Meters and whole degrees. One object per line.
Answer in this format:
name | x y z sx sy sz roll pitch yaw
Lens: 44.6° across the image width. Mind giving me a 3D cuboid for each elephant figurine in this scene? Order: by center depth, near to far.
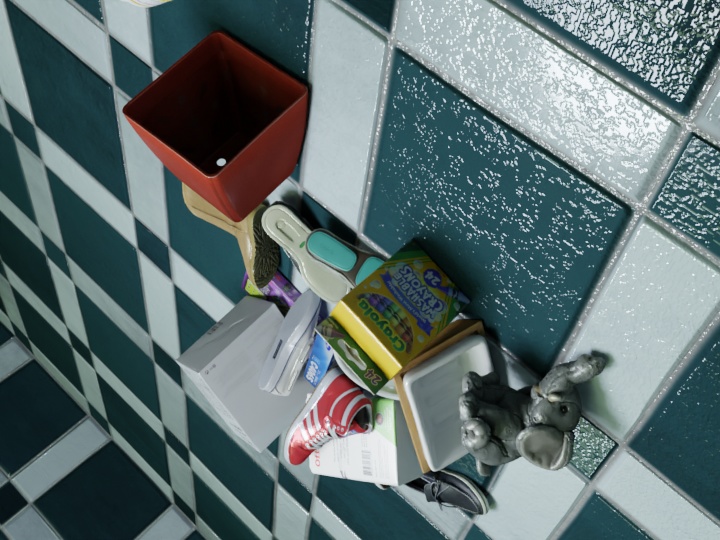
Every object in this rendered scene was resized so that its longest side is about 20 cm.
elephant figurine | 0.240 0.200 1.192 0.196 0.144 0.155 -5 163 18

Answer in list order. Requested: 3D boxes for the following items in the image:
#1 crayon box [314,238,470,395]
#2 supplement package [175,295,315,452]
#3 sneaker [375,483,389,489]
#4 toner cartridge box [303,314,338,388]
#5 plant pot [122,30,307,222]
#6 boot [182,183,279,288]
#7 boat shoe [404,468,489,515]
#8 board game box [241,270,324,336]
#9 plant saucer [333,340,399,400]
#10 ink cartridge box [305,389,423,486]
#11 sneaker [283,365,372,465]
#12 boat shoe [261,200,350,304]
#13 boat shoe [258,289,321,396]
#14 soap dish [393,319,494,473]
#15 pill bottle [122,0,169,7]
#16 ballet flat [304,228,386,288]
crayon box | 0.048 0.061 1.227 0.126 0.199 0.052 46 145 6
supplement package | -0.203 0.191 1.662 0.201 0.191 0.146 56 159 -21
sneaker | 0.021 0.318 1.672 0.084 0.072 0.203 13 121 50
toner cartridge box | -0.040 0.125 1.518 0.043 0.095 0.201 41 148 14
plant pot | -0.200 -0.196 1.315 0.199 0.200 0.177 36 158 23
boot | -0.238 -0.081 1.600 0.198 0.066 0.178 26 128 34
boat shoe | 0.145 0.395 1.589 0.198 0.062 0.076 23 138 37
board game box | -0.143 0.067 1.661 0.200 0.032 0.120 45 153 9
plant saucer | 0.055 0.126 1.398 0.197 0.051 0.202 12 137 12
ink cartridge box | 0.006 0.287 1.545 0.198 0.083 0.148 -2 92 39
sneaker | -0.052 0.275 1.489 0.112 0.071 0.202 42 111 35
boat shoe | -0.085 -0.033 1.460 0.201 0.072 0.068 51 -174 -12
boat shoe | -0.110 0.134 1.577 0.069 0.203 0.071 24 -178 -28
soap dish | 0.127 0.182 1.307 0.081 0.156 0.202 40 153 55
pill bottle | -0.294 -0.437 1.255 0.198 0.104 0.105 7 129 50
ballet flat | 0.000 0.000 1.377 0.199 0.068 0.064 34 175 18
